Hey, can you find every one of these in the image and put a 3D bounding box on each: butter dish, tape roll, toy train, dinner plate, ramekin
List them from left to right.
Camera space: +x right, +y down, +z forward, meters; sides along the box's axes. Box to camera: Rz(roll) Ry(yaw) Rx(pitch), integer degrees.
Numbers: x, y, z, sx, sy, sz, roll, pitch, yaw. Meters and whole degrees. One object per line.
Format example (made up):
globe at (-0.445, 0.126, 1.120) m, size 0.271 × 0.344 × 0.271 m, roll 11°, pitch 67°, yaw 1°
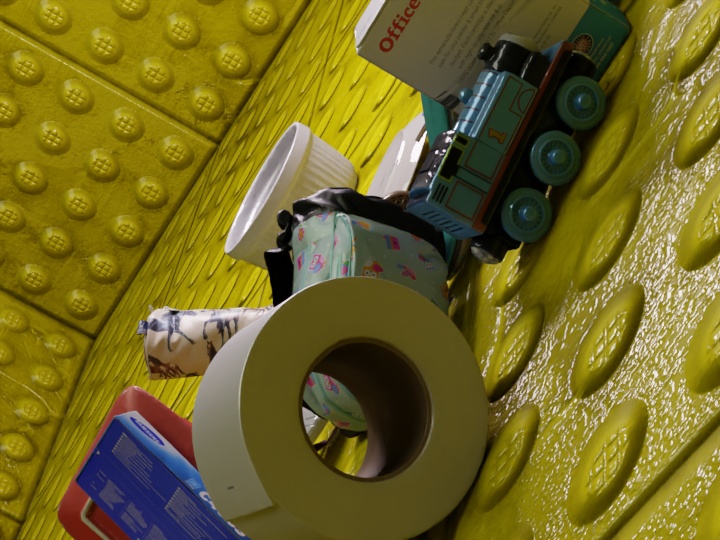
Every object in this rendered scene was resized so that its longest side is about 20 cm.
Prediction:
butter dish at (-0.201, 0.250, 2.002) m, size 0.200 × 0.200 × 0.148 m, roll -59°, pitch -20°, yaw 18°
ramekin at (-0.087, -0.085, 2.385) m, size 0.201 × 0.105 × 0.200 m, roll -58°, pitch 12°, yaw 19°
tape roll at (-0.018, 0.116, 1.392) m, size 0.204 × 0.202 × 0.139 m, roll -65°, pitch 12°, yaw -19°
dinner plate at (0.031, -0.095, 2.050) m, size 0.200 × 0.024 × 0.201 m, roll -157°, pitch 90°, yaw -81°
toy train at (0.125, -0.108, 1.516) m, size 0.201 × 0.114 × 0.087 m, roll -63°, pitch 13°, yaw -9°

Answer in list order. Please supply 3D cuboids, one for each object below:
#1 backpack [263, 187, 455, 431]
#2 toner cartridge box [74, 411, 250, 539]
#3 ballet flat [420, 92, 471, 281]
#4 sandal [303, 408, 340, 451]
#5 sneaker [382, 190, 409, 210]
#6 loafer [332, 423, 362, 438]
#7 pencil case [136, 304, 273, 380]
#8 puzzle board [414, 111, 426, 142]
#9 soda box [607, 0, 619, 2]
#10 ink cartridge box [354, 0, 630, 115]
backpack at (0.004, 0.037, 1.589) m, size 0.127 × 0.166 × 0.201 m, roll -38°, pitch 41°, yaw 52°
toner cartridge box at (-0.203, 0.249, 1.894) m, size 0.095 × 0.200 × 0.043 m, roll -55°, pitch -20°, yaw 20°
ballet flat at (0.096, -0.091, 1.686) m, size 0.071 × 0.070 × 0.201 m, roll 164°, pitch 104°, yaw -73°
sandal at (-0.041, 0.151, 1.796) m, size 0.203 × 0.050 × 0.082 m, roll -53°, pitch 22°, yaw -25°
sneaker at (0.000, 0.000, 1.904) m, size 0.201 × 0.070 × 0.076 m, roll -59°, pitch 11°, yaw 7°
loafer at (0.008, 0.059, 1.729) m, size 0.073 × 0.071 × 0.201 m, roll -40°, pitch 25°, yaw 60°
pencil case at (-0.160, 0.078, 2.131) m, size 0.078 × 0.199 × 0.090 m, roll 10°, pitch -106°, yaw -81°
puzzle board at (0.119, -0.249, 1.966) m, size 0.201 × 0.017 × 0.151 m, roll -61°, pitch 3°, yaw -36°
soda box at (0.136, -0.274, 1.657) m, size 0.068 × 0.199 × 0.065 m, roll -96°, pitch -1°, yaw -69°
ink cartridge box at (0.114, -0.214, 1.597) m, size 0.147 × 0.199 × 0.086 m, roll -56°, pitch 13°, yaw 19°
